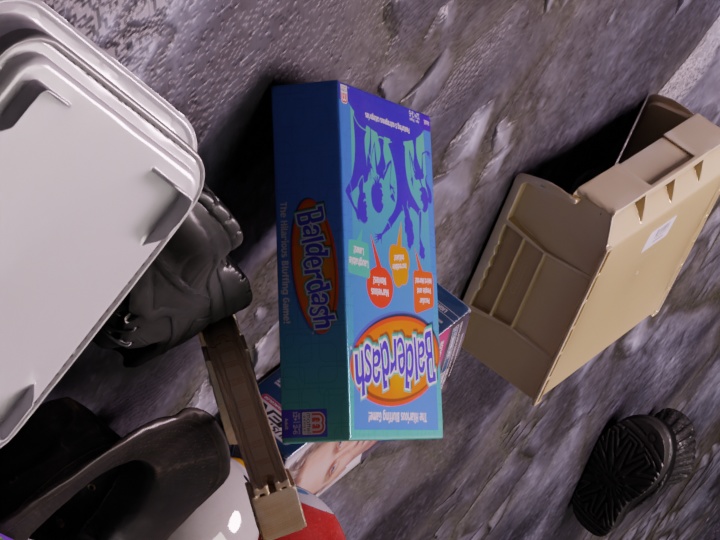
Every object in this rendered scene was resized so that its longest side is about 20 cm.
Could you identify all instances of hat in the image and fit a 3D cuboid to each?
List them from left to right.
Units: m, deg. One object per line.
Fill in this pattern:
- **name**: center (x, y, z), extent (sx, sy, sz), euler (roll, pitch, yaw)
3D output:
- **hat**: center (-0.171, 0.125, 1.170), extent (0.201, 0.081, 0.201), euler (-33, 155, -17)

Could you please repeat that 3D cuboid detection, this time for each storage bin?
- **storage bin**: center (0.187, -0.022, 1.711), extent (0.200, 0.094, 0.199), euler (-30, 150, -45)

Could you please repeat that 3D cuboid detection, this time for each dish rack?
- **dish rack**: center (-0.162, -0.008, 0.965), extent (0.200, 0.044, 0.172), euler (-51, 142, 0)

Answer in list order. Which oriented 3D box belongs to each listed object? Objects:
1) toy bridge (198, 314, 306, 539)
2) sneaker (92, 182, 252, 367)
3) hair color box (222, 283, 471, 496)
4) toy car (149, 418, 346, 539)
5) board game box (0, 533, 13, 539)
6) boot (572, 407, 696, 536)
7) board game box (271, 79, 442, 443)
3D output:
- **toy bridge**: center (-0.070, 0.065, 1.207), extent (0.027, 0.200, 0.067), euler (-17, 124, -5)
- **sneaker**: center (-0.112, -0.004, 1.122), extent (0.091, 0.076, 0.200), euler (-40, 156, -14)
- **hair color box**: center (-0.013, 0.091, 1.511), extent (0.200, 0.061, 0.100), euler (-37, 155, -35)
- **toy car**: center (-0.092, 0.161, 1.335), extent (0.177, 0.184, 0.200), euler (-40, 137, -32)
- **board game box**: center (-0.255, 0.155, 0.997), extent (0.134, 0.045, 0.200), euler (-52, 135, -1)
- **boot**: center (0.333, 0.203, 2.429), extent (0.158, 0.079, 0.211), euler (-29, 161, -34)
- **board game box**: center (0.000, 0.000, 1.242), extent (0.152, 0.045, 0.200), euler (8, 79, -68)
